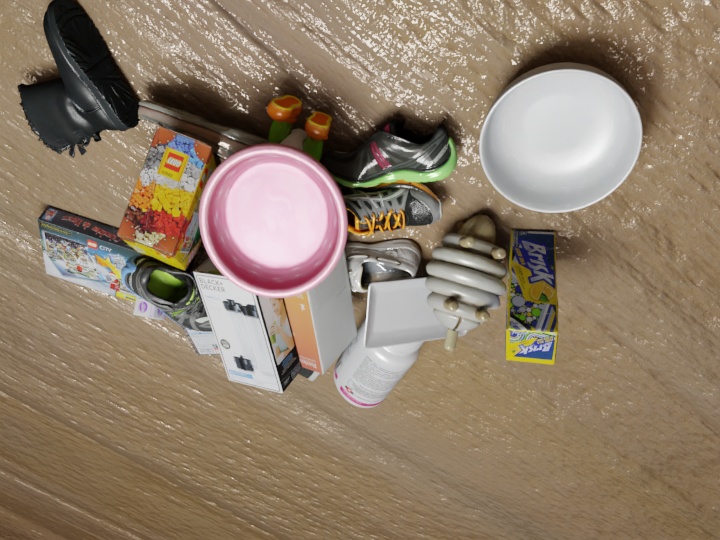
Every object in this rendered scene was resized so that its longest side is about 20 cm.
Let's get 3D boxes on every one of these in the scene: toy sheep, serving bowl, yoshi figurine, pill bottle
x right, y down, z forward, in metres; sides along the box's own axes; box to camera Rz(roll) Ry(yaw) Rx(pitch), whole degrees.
[{"bbox_3d":[0.155,0.017,0.974,0.134,0.206,0.138,20,179,0],"label":"toy sheep"},{"bbox_3d":[0.250,-0.174,0.837,0.193,0.067,0.204,7,132,8],"label":"serving bowl"},{"bbox_3d":[-0.113,-0.126,0.910,0.109,0.113,0.203,-1,130,-34],"label":"yoshi figurine"},{"bbox_3d":[0.037,0.141,1.148,0.111,0.115,0.202,24,134,-9],"label":"pill bottle"}]

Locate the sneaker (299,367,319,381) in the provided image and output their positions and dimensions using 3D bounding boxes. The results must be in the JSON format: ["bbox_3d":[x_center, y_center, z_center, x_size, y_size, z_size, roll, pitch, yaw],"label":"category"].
[{"bbox_3d":[-0.101,0.130,1.202,0.097,0.072,0.202,19,138,-11],"label":"sneaker"}]

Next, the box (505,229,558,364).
[{"bbox_3d":[0.242,0.031,0.933,0.068,0.203,0.066,3,134,12],"label":"box"}]

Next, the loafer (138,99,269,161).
[{"bbox_3d":[-0.226,-0.185,0.939,0.194,0.072,0.065,17,100,-5],"label":"loafer"}]

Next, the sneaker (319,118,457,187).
[{"bbox_3d":[0.036,-0.165,0.910,0.193,0.077,0.086,-4,114,14],"label":"sneaker"}]

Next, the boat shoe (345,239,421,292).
[{"bbox_3d":[0.000,0.000,1.059,0.194,0.070,0.072,-11,129,23],"label":"boat shoe"}]

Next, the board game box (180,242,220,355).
[{"bbox_3d":[-0.238,0.042,1.141,0.154,0.098,0.204,-3,131,17],"label":"board game box"}]

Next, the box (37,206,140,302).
[{"bbox_3d":[-0.471,-0.023,1.185,0.194,0.038,0.139,18,134,-2],"label":"box"}]

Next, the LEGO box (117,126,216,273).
[{"bbox_3d":[-0.261,-0.090,0.931,0.075,0.153,0.200,19,171,-5],"label":"LEGO box"}]

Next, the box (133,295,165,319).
[{"bbox_3d":[-0.316,-0.027,1.043,0.037,0.207,0.041,6,172,15],"label":"box"}]

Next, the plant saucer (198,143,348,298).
[{"bbox_3d":[-0.112,-0.067,0.871,0.193,0.051,0.207,1,111,3],"label":"plant saucer"}]

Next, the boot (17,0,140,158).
[{"bbox_3d":[-0.420,-0.263,0.934,0.158,0.074,0.201,-7,130,24],"label":"boot"}]

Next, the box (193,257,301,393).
[{"bbox_3d":[-0.169,0.078,1.000,0.114,0.060,0.205,8,124,29],"label":"box"}]

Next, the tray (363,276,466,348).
[{"bbox_3d":[0.091,0.060,1.044,0.194,0.022,0.111,-5,111,-27],"label":"tray"}]

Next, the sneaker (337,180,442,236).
[{"bbox_3d":[0.023,-0.085,0.965,0.193,0.079,0.079,5,142,12],"label":"sneaker"}]

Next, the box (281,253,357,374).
[{"bbox_3d":[-0.102,0.035,1.044,0.149,0.106,0.205,13,127,31],"label":"box"}]

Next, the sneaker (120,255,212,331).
[{"bbox_3d":[-0.268,0.044,0.998,0.081,0.072,0.198,14,164,45],"label":"sneaker"}]
